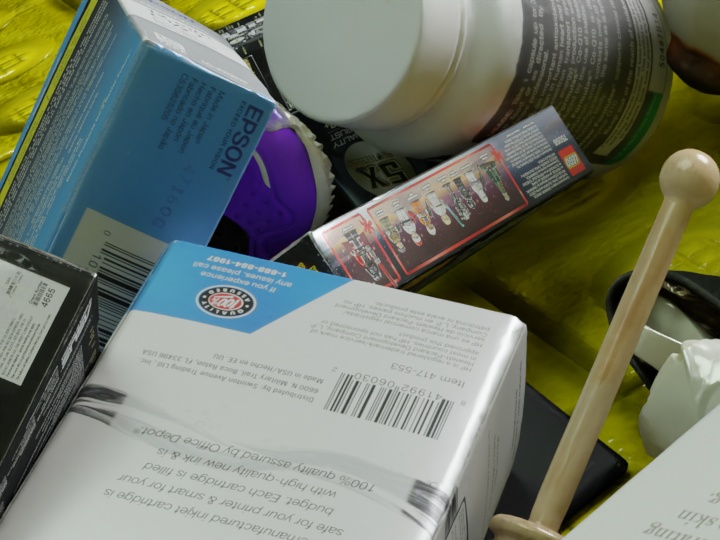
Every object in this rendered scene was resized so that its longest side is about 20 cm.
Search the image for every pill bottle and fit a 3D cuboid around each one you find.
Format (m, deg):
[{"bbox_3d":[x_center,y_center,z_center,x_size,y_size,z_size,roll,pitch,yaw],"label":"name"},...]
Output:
[{"bbox_3d":[0.054,-0.106,1.119,0.113,0.114,0.200,-2,-5,38],"label":"pill bottle"}]

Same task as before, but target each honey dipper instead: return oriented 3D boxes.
[{"bbox_3d":[0.087,0.047,0.854,0.038,0.038,0.201,9,70,50],"label":"honey dipper"}]

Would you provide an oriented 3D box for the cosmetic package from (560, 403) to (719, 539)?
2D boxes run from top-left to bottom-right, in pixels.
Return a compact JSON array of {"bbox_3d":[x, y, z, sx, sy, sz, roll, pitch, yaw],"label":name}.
[{"bbox_3d":[0.155,0.125,0.591,0.200,0.167,0.167,-35,26,-28],"label":"cosmetic package"}]

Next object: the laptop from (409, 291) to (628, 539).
[{"bbox_3d":[-0.026,0.109,0.978,0.187,0.116,0.200,-36,56,-26],"label":"laptop"}]

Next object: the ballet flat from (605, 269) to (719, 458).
[{"bbox_3d":[0.133,0.049,0.884,0.068,0.068,0.200,-63,16,12],"label":"ballet flat"}]

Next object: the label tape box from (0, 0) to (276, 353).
[{"bbox_3d":[-0.108,-0.043,1.012,0.144,0.066,0.200,-64,16,10],"label":"label tape box"}]

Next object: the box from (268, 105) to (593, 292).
[{"bbox_3d":[0.000,0.000,1.025,0.137,0.040,0.200,-34,-3,38],"label":"box"}]

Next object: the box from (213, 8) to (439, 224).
[{"bbox_3d":[-0.055,-0.068,1.272,0.163,0.086,0.200,-24,22,-2],"label":"box"}]

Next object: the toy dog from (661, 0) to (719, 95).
[{"bbox_3d":[0.209,-0.172,1.148,0.193,0.140,0.200,25,41,-1],"label":"toy dog"}]

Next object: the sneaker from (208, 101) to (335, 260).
[{"bbox_3d":[-0.077,0.002,1.081,0.100,0.069,0.200,-47,-12,-37],"label":"sneaker"}]

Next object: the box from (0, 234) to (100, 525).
[{"bbox_3d":[-0.152,0.109,0.842,0.043,0.160,0.201,22,65,5],"label":"box"}]

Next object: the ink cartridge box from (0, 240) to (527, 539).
[{"bbox_3d":[-0.037,0.092,0.845,0.146,0.086,0.200,13,44,14],"label":"ink cartridge box"}]
